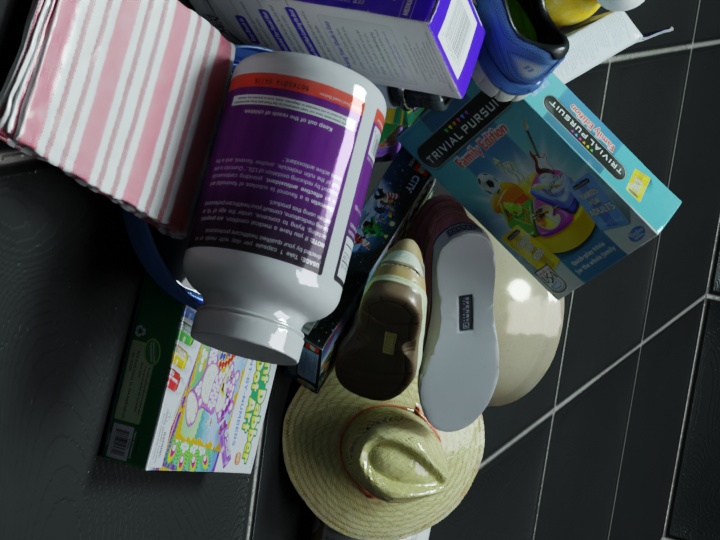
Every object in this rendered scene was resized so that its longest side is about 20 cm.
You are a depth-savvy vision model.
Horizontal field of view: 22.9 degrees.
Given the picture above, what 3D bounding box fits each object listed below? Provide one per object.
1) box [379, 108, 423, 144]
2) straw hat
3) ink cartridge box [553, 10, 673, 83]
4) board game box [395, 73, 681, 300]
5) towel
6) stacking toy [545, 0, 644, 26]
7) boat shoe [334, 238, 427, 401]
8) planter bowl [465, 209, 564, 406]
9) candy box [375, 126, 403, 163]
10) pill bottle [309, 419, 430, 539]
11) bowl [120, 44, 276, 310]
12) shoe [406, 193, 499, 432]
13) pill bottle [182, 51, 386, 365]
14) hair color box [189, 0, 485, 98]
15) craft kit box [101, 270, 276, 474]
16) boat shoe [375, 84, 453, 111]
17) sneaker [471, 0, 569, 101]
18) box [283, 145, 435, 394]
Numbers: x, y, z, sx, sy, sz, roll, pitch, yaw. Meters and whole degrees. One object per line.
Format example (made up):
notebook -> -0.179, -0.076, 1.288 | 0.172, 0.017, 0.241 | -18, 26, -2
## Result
box -> 0.040, -0.209, 1.443 | 0.117, 0.048, 0.201 | -51, 148, -46
straw hat -> 0.031, 0.170, 1.610 | 0.085, 0.200, 0.202 | -141, -122, -70
ink cartridge box -> 0.144, -0.185, 1.589 | 0.200, 0.199, 0.041 | -29, 103, -36
board game box -> 0.144, -0.083, 1.472 | 0.047, 0.200, 0.151 | -49, -175, -35
towel -> -0.157, -0.120, 1.167 | 0.200, 0.030, 0.147 | 33, 69, -55
stacking toy -> 0.167, -0.258, 1.531 | 0.146, 0.199, 0.147 | -15, 110, -46
boat shoe -> 0.027, 0.042, 1.518 | 0.200, 0.071, 0.076 | 113, -7, -59
planter bowl -> 0.078, 0.032, 1.711 | 0.134, 0.200, 0.201 | 2, 101, -40
candy box -> -0.014, -0.190, 1.479 | 0.168, 0.071, 0.201 | -16, 117, -66
pill bottle -> 0.018, 0.216, 1.728 | 0.114, 0.114, 0.201 | 9, 94, -69
bowl -> -0.091, -0.063, 1.295 | 0.200, 0.039, 0.202 | -1, 91, -44
shoe -> 0.078, 0.036, 1.563 | 0.091, 0.071, 0.201 | -116, -156, -60
pill bottle -> -0.056, -0.042, 1.224 | 0.112, 0.112, 0.201 | 43, 59, -66
hair color box -> -0.020, -0.190, 1.286 | 0.109, 0.199, 0.065 | 56, 49, -61
craft kit box -> -0.119, 0.058, 1.396 | 0.197, 0.048, 0.201 | 18, 85, -72
boat shoe -> 0.077, -0.194, 1.400 | 0.201, 0.060, 0.076 | -61, 152, -31
sneaker -> 0.092, -0.229, 1.323 | 0.078, 0.089, 0.200 | -39, 96, -42
box -> 0.000, 0.000, 1.562 | 0.201, 0.038, 0.137 | -58, 172, -18
